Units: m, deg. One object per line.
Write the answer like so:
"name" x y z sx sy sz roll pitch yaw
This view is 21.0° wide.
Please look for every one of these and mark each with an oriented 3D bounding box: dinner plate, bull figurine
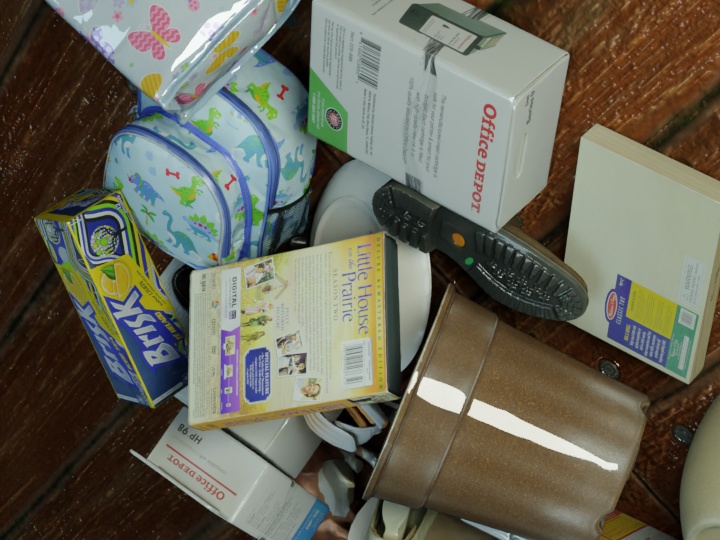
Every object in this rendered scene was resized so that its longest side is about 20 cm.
"dinner plate" 0.000 0.000 1.740 0.200 0.024 0.200 13 105 55
"bull figurine" -0.027 0.235 2.018 0.121 0.065 0.200 12 132 34

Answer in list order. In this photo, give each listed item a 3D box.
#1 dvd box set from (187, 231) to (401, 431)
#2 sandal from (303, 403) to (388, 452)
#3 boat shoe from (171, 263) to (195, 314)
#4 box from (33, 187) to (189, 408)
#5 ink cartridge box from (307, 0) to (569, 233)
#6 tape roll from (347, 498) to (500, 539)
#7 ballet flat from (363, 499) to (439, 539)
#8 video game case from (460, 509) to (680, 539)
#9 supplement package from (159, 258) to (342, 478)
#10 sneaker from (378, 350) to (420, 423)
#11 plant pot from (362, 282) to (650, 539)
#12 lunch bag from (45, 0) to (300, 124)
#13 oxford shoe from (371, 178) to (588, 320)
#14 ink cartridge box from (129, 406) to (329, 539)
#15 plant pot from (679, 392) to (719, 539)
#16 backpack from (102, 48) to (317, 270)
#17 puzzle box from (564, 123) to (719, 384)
"dvd box set" -0.059 0.054 1.682 0.200 0.146 0.029 -12 158 26
"sandal" -0.017 0.137 1.811 0.079 0.059 0.207 50 174 13
"boat shoe" -0.118 0.029 1.808 0.200 0.070 0.066 28 178 42
"box" -0.223 0.025 1.795 0.070 0.064 0.200 7 126 53
"ink cartridge box" 0.060 -0.143 1.577 0.200 0.084 0.146 30 139 24
"tape roll" 0.090 0.273 1.819 0.202 0.202 0.071 19 135 34
"ballet flat" 0.047 0.206 1.804 0.069 0.200 0.069 9 129 11
"video game case" 0.208 0.240 1.725 0.200 0.143 0.017 24 109 30
"supplement package" -0.123 0.096 1.916 0.200 0.117 0.117 32 171 22
"sneaker" 0.035 0.104 1.831 0.200 0.071 0.098 32 142 24
"plant pot" 0.128 0.140 1.656 0.198 0.200 0.200 23 140 2
"lunch bag" -0.144 -0.251 1.626 0.170 0.200 0.127 42 -178 6
"oxford shoe" 0.115 -0.033 1.620 0.200 0.084 0.073 36 139 13
"ink cartridge box" -0.122 0.200 1.849 0.116 0.067 0.200 31 172 29
"plant pot" 0.335 0.199 1.558 0.200 0.134 0.200 27 139 27
"backpack" -0.133 -0.105 1.757 0.183 0.147 0.200 33 138 17
"puzzle box" 0.229 -0.011 1.570 0.133 0.025 0.200 28 139 25
